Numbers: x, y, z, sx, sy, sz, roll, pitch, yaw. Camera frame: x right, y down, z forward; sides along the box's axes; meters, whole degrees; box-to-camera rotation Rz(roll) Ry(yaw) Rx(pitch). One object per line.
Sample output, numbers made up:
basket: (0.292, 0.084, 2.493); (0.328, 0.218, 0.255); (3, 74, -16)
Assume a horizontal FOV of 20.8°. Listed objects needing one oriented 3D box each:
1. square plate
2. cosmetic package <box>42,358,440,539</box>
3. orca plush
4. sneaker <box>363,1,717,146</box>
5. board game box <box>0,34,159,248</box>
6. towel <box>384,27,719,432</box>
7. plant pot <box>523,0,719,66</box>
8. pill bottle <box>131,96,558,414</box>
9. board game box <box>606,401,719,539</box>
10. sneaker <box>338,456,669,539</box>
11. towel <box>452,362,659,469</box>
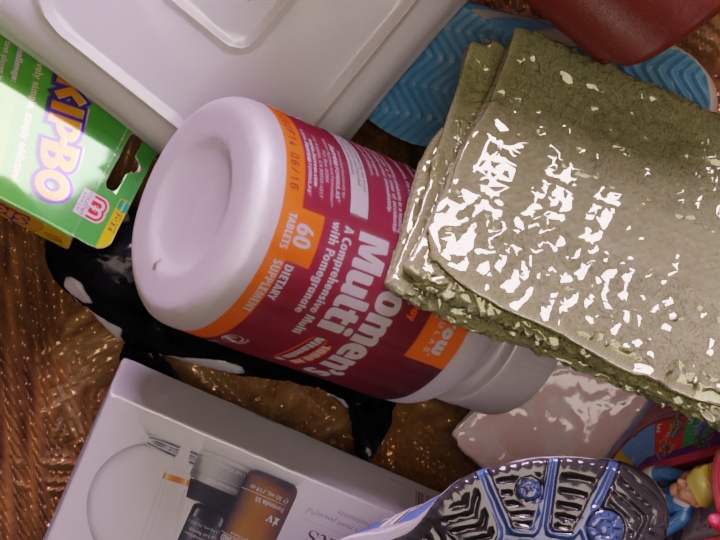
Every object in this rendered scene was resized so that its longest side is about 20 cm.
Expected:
square plate: (-0.061, -0.144, 0.933); (0.200, 0.028, 0.198); (38, 105, -12)
cosmetic package: (-0.060, 0.155, 0.994); (0.199, 0.052, 0.152); (23, 109, -6)
orca plush: (-0.068, 0.031, 0.984); (0.200, 0.071, 0.105); (41, 92, -7)
sneaker: (0.079, -0.092, 0.983); (0.198, 0.081, 0.077); (15, 97, 14)
board game box: (-0.195, -0.091, 0.969); (0.199, 0.030, 0.096); (27, 68, -4)
towel: (0.120, -0.017, 0.888); (0.199, 0.037, 0.149); (22, 68, 2)
plant pot: (0.091, -0.206, 0.851); (0.195, 0.201, 0.201); (41, 92, -16)
pill bottle: (0.000, 0.000, 0.934); (0.199, 0.109, 0.110); (21, 95, -34)
board game box: (0.151, 0.104, 0.928); (0.039, 0.158, 0.201); (33, 99, -30)
sneaker: (0.046, 0.132, 0.916); (0.198, 0.077, 0.076); (-18, 90, 9)
towel: (0.178, 0.086, 1.027); (0.191, 0.032, 0.200); (-44, 97, 2)
